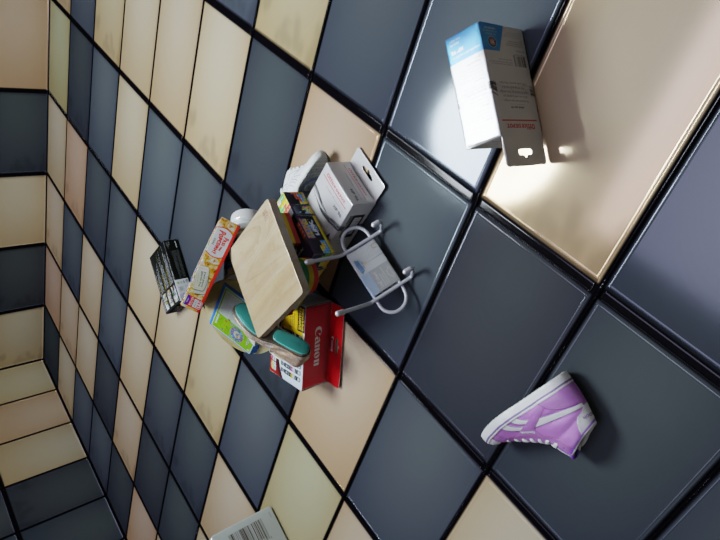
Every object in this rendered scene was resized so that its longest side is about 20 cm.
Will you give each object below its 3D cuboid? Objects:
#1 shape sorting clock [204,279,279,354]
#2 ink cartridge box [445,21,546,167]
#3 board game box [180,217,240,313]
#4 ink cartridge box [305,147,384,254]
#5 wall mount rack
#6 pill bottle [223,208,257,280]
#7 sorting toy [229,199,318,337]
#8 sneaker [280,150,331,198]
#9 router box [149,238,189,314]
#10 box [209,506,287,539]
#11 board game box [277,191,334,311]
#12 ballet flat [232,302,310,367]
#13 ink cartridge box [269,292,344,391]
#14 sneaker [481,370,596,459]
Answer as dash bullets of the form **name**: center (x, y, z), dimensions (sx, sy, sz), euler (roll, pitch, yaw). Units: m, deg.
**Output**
- **shape sorting clock**: center (-0.273, 0.107, 1.356), dimensions (0.196, 0.039, 0.204), euler (13, 123, 21)
- **ink cartridge box**: center (0.200, -0.246, 0.860), dimensions (0.066, 0.114, 0.205), euler (-11, 90, 48)
- **board game box**: center (-0.333, -0.014, 1.292), dimensions (0.203, 0.046, 0.151), euler (-66, 15, -5)
- **ink cartridge box**: center (-0.043, -0.138, 1.194), dimensions (0.117, 0.067, 0.201), euler (57, 135, 24)
- **wall mount rack**: center (0.000, 0.000, 1.107), dimensions (0.202, 0.172, 0.075), euler (56, 171, 20)
- **pill bottle**: center (-0.273, -0.042, 1.412), dimensions (0.111, 0.109, 0.204), euler (-40, 46, 45)
- **sorting toy**: center (-0.167, -0.003, 1.168), dimensions (0.200, 0.069, 0.202), euler (-42, 64, 44)
- **sneaker**: center (-0.131, -0.197, 1.280), dimensions (0.200, 0.073, 0.088), euler (-46, 61, 43)
- **router box**: center (-0.606, 0.021, 1.876), dimensions (0.148, 0.050, 0.204), euler (-29, 77, 49)
- **box**: center (-0.308, 0.810, 1.613), dimensions (0.201, 0.196, 0.172), euler (55, 134, 24)
- **board game box**: center (-0.151, -0.035, 1.239), dimensions (0.201, 0.056, 0.167), euler (-54, 54, 39)
- **ballet flat**: center (-0.201, 0.148, 1.276), dimensions (0.198, 0.068, 0.068), euler (34, 133, 8)
- **ink cartridge box**: center (-0.125, 0.158, 1.344), dimensions (0.174, 0.083, 0.205), euler (20, 113, 44)
- **sneaker**: center (0.279, 0.257, 0.923), dimensions (0.115, 0.072, 0.201), euler (57, 135, 18)
